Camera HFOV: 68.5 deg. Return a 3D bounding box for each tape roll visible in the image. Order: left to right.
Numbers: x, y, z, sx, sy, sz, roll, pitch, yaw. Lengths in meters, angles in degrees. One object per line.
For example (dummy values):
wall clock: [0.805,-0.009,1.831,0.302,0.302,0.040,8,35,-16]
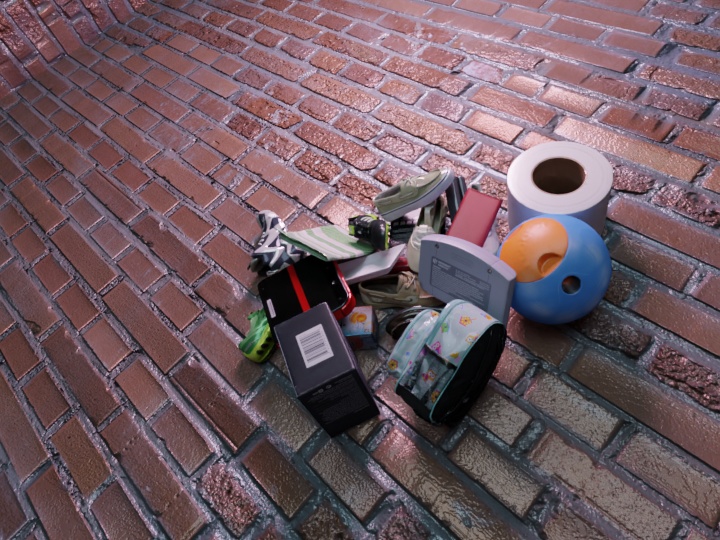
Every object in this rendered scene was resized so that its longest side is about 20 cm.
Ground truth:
tape roll: [0.407,-0.148,1.098,0.202,0.139,0.203,-9,53,11]

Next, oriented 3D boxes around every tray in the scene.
tray: [0.000,0.000,1.131,0.199,0.022,0.107,-17,22,33]

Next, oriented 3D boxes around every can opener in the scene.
can opener: [0.206,-0.106,1.126,0.066,0.052,0.201,-20,72,51]

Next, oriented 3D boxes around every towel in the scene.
towel: [-0.063,-0.064,1.168,0.152,0.024,0.200,26,21,31]

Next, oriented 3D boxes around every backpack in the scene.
backpack: [0.154,0.147,0.912,0.153,0.176,0.200,42,97,33]

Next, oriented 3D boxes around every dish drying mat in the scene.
dish drying mat: [0.214,-0.065,1.076,0.077,0.018,0.201,24,87,16]

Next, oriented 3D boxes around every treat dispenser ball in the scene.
treat dispenser ball: [0.349,-0.002,0.968,0.200,0.201,0.202,-8,53,11]

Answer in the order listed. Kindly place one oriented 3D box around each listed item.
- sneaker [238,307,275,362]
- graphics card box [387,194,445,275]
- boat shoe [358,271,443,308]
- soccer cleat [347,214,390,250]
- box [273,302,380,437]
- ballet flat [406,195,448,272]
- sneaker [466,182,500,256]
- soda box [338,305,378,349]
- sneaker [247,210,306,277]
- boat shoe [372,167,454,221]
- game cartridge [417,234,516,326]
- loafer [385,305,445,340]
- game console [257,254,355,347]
sneaker: [-0.198,0.097,1.140,0.083,0.074,0.201,17,62,22]
graphics card box: [0.128,-0.079,1.187,0.125,0.051,0.201,-4,55,14]
boat shoe: [0.095,0.039,1.100,0.199,0.065,0.072,-7,53,12]
soccer cleat: [0.017,-0.085,1.167,0.081,0.068,0.200,-2,15,-10]
box: [-0.057,0.183,0.954,0.107,0.200,0.149,-26,51,-2]
ballet flat: [0.139,-0.091,1.119,0.069,0.070,0.201,6,57,20]
sneaker: [0.255,-0.106,1.151,0.070,0.080,0.201,-11,54,6]
soda box: [-0.064,0.124,1.087,0.199,0.064,0.069,-6,53,13]
sneaker: [-0.228,-0.056,1.256,0.129,0.080,0.199,-32,62,-19]
boat shoe: [0.108,-0.168,1.131,0.200,0.062,0.072,-28,30,36]
game cartridge: [0.192,0.013,0.977,0.040,0.134,0.200,-30,44,-33]
loafer: [0.147,0.111,1.026,0.199,0.073,0.072,-9,51,10]
game console: [-0.114,0.051,1.081,0.176,0.031,0.200,-29,42,0]
